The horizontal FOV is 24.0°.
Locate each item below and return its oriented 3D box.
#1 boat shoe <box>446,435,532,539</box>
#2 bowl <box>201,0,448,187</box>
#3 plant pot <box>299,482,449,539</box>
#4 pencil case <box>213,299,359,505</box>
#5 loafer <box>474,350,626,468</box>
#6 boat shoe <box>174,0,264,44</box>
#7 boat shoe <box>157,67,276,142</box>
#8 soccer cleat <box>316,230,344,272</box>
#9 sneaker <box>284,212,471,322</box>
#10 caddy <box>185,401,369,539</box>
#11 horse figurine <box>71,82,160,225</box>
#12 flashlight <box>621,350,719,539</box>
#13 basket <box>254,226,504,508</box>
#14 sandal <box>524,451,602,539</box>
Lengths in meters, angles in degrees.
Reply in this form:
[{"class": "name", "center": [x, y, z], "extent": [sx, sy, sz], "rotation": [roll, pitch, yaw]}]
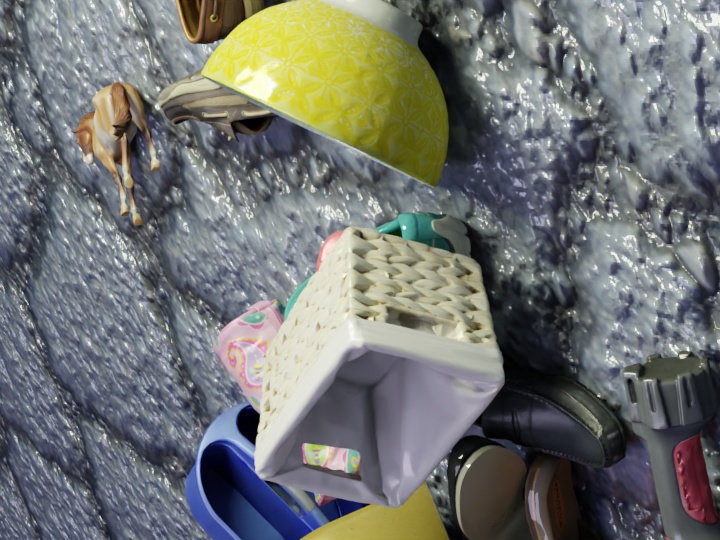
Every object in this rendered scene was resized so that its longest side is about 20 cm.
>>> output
[{"class": "boat shoe", "center": [0.102, 0.183, 1.396], "extent": [0.063, 0.074, 0.202], "rotation": [43, 173, 30]}, {"class": "bowl", "center": [-0.010, -0.152, 1.278], "extent": [0.199, 0.199, 0.109], "rotation": [29, 94, 41]}, {"class": "plant pot", "center": [-0.004, 0.346, 1.543], "extent": [0.197, 0.198, 0.195], "rotation": [92, 160, -51]}, {"class": "pencil case", "center": [-0.057, 0.125, 1.626], "extent": [0.201, 0.087, 0.088], "rotation": [54, 148, 10]}, {"class": "loafer", "center": [0.127, 0.114, 1.358], "extent": [0.200, 0.070, 0.069], "rotation": [24, 135, 44]}, {"class": "boat shoe", "center": [-0.137, -0.278, 1.366], "extent": [0.072, 0.067, 0.202], "rotation": [18, 133, 49]}, {"class": "boat shoe", "center": [-0.115, -0.148, 1.490], "extent": [0.199, 0.074, 0.074], "rotation": [-11, 106, 59]}, {"class": "soccer cleat", "center": [0.016, 0.062, 1.490], "extent": [0.202, 0.066, 0.076], "rotation": [65, -175, 8]}, {"class": "sneaker", "center": [0.000, 0.000, 1.392], "extent": [0.199, 0.079, 0.078], "rotation": [-32, 58, 39]}, {"class": "caddy", "center": [-0.079, 0.223, 1.669], "extent": [0.200, 0.141, 0.105], "rotation": [45, 154, -3]}, {"class": "horse figurine", "center": [-0.244, -0.132, 1.702], "extent": [0.200, 0.049, 0.134], "rotation": [120, 133, -64]}, {"class": "flashlight", "center": [0.248, 0.159, 1.234], "extent": [0.068, 0.067, 0.202], "rotation": [16, 124, 55]}, {"class": "basket", "center": [0.011, 0.076, 1.328], "extent": [0.200, 0.134, 0.124], "rotation": [125, 152, -45]}, {"class": "sandal", "center": [0.181, 0.241, 1.397], "extent": [0.053, 0.080, 0.202], "rotation": [-1, 112, 29]}]
